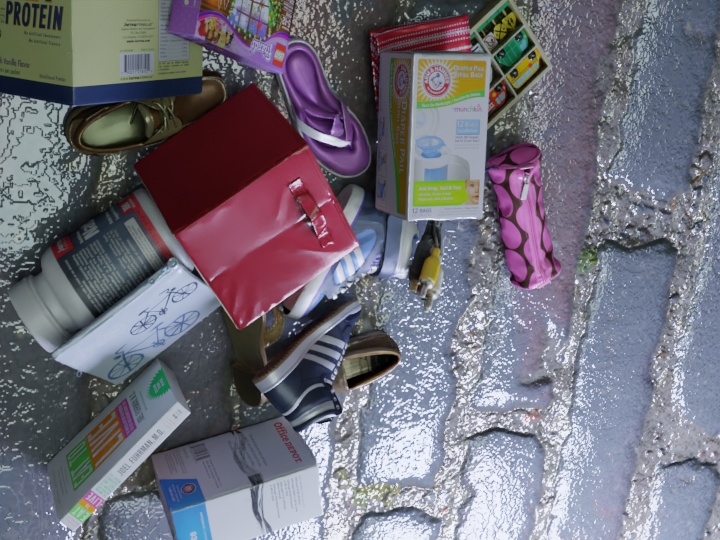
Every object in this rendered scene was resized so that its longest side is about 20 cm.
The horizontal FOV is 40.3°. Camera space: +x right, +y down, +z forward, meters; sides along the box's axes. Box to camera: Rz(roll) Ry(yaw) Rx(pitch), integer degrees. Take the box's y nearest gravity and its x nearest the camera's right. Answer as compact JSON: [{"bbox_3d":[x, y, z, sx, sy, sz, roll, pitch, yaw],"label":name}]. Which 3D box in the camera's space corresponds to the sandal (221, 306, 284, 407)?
[{"bbox_3d":[-0.134,0.074,1.309,0.069,0.077,0.215,-30,128,-45],"label":"sandal"}]

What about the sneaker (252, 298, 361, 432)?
[{"bbox_3d":[-0.046,0.129,1.303,0.200,0.070,0.109,-41,97,-38],"label":"sneaker"}]

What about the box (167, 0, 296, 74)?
[{"bbox_3d":[-0.135,-0.311,1.105,0.199,0.039,0.139,2,100,-67],"label":"box"}]

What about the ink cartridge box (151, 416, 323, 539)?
[{"bbox_3d":[-0.164,0.286,1.308,0.197,0.145,0.085,-14,113,-17],"label":"ink cartridge box"}]

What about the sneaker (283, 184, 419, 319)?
[{"bbox_3d":[0.000,0.000,1.317,0.145,0.080,0.202,29,89,-23],"label":"sneaker"}]

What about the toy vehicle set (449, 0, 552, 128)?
[{"bbox_3d":[0.155,-0.260,1.326,0.200,0.026,0.125,-44,117,-4],"label":"toy vehicle set"}]

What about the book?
[{"bbox_3d":[-0.303,0.217,1.236,0.200,0.134,0.048,-46,117,-3],"label":"book"}]

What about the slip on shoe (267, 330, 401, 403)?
[{"bbox_3d":[-0.035,0.143,1.362,0.197,0.061,0.077,-16,113,-17],"label":"slip on shoe"}]

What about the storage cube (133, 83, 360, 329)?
[{"bbox_3d":[-0.136,-0.078,1.165,0.179,0.200,0.172,-35,132,-6],"label":"storage cube"}]

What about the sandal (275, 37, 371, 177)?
[{"bbox_3d":[-0.049,-0.198,1.250,0.082,0.050,0.204,-38,117,-6],"label":"sandal"}]

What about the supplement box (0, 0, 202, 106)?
[{"bbox_3d":[-0.276,-0.289,1.031,0.199,0.132,0.203,-22,121,-56],"label":"supplement box"}]

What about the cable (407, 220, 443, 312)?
[{"bbox_3d":[0.108,-0.040,1.343,0.050,0.097,0.203,17,74,10],"label":"cable"}]

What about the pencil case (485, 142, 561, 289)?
[{"bbox_3d":[0.233,-0.071,1.383,0.090,0.094,0.203,-23,115,-13],"label":"pencil case"}]

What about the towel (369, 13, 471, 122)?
[{"bbox_3d":[0.088,-0.222,1.283,0.142,0.022,0.203,-14,111,-18],"label":"towel"}]

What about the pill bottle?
[{"bbox_3d":[-0.311,0.004,1.171,0.199,0.119,0.121,-34,116,-9],"label":"pill bottle"}]

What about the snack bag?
[{"bbox_3d":[-0.267,0.066,1.186,0.188,0.200,0.022,-37,73,-1],"label":"snack bag"}]

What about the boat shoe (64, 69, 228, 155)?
[{"bbox_3d":[-0.249,-0.180,1.161,0.197,0.074,0.077,-23,115,-13],"label":"boat shoe"}]

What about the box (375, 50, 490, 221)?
[{"bbox_3d":[0.088,-0.171,1.225,0.111,0.101,0.204,-3,103,-23],"label":"box"}]
